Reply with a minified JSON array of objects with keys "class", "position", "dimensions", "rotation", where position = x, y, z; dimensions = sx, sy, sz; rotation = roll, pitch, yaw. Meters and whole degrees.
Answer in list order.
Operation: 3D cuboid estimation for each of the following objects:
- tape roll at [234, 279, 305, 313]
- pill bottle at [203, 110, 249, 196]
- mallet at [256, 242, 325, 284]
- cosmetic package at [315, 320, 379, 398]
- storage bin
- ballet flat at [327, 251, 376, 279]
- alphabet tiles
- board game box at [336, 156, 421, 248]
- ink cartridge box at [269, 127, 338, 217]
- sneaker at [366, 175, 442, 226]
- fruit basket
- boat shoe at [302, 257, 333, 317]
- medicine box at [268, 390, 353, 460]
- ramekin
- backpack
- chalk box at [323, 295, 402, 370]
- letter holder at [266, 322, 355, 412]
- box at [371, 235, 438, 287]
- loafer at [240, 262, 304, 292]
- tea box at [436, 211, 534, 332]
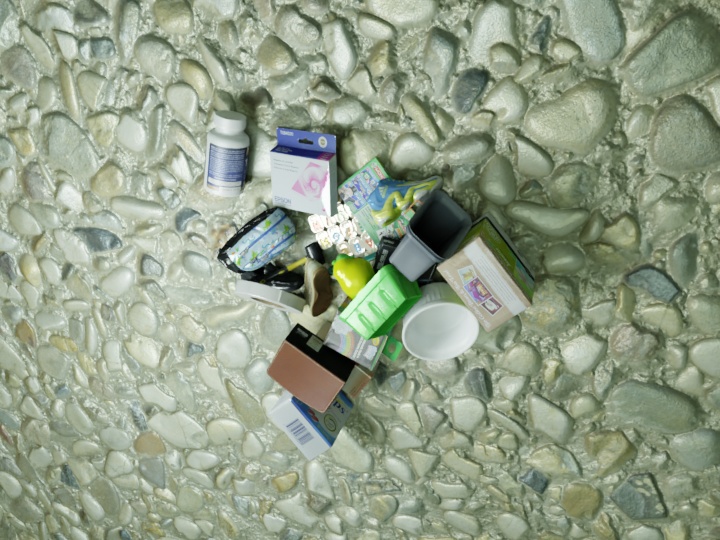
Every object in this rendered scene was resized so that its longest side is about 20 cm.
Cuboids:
[{"class":"tape roll","position":[-0.248,0.073,1.719],"dimensions":[0.198,0.203,0.038],"rotation":[14,79,13]},{"class":"pill bottle","position":[-0.347,-0.305,1.634],"dimensions":[0.109,0.111,0.204],"rotation":[17,117,11]},{"class":"mallet","position":[-0.187,0.001,1.714],"dimensions":[0.198,0.041,0.067],"rotation":[-34,99,4]},{"class":"cosmetic package","position":[-0.058,0.254,1.786],"dimensions":[0.199,0.087,0.104],"rotation":[37,119,1]},{"class":"storage bin","position":[0.150,-0.079,1.486],"dimensions":[0.145,0.200,0.135],"rotation":[41,133,0]},{"class":"ballet flat","position":[0.000,0.000,1.672],"dimensions":[0.197,0.068,0.063],"rotation":[-17,113,25]},{"class":"alphabet tiles","position":[-0.042,-0.131,1.658],"dimensions":[0.197,0.015,0.199],"rotation":[-19,105,24]},{"class":"board game box","position":[0.046,-0.167,1.593],"dimensions":[0.133,0.029,0.202],"rotation":[-34,98,17]},{"class":"ink cartridge box","position":[-0.147,-0.251,1.602],"dimensions":[0.193,0.043,0.204],"rotation":[14,118,31]},{"class":"sneaker","position":[0.101,-0.198,1.522],"dimensions":[0.198,0.076,0.106],"rotation":[-32,77,-11]},{"class":"fruit basket","position":[0.023,0.042,1.553],"dimensions":[0.212,0.154,0.221],"rotation":[3,95,34]},{"class":"boat shoe","position":[-0.119,0.047,1.717],"dimensions":[0.063,0.072,0.202],"rotation":[46,148,31]},{"class":"medicine box","position":[-0.138,0.403,1.813],"dimensions":[0.102,0.200,0.183],"rotation":[-36,98,30]},{"class":"ramekin","position":[0.199,0.127,1.604],"dimensions":[0.195,0.099,0.204],"rotation":[-2,129,-3]},{"class":"backpack","position":[-0.268,-0.082,1.684],"dimensions":[0.153,0.163,0.201],"rotation":[38,101,-3]},{"class":"chalk box","position":[0.021,0.172,1.706],"dimensions":[0.197,0.124,0.126],"rotation":[27,117,5]},{"class":"letter holder","position":[-0.138,0.270,1.712],"dimensions":[0.198,0.101,0.143],"rotation":[34,118,1]},{"class":"box","position":[0.099,0.023,1.626],"dimensions":[0.157,0.044,0.203],"rotation":[15,122,-9]},{"class":"loafer","position":[-0.251,0.014,1.761],"dimensions":[0.196,0.068,0.072],"rotation":[7,123,20]},{"class":"tea box","position":[0.304,0.000,1.492],"dimensions":[0.133,0.197,0.201],"rotation":[-36,99,28]}]
